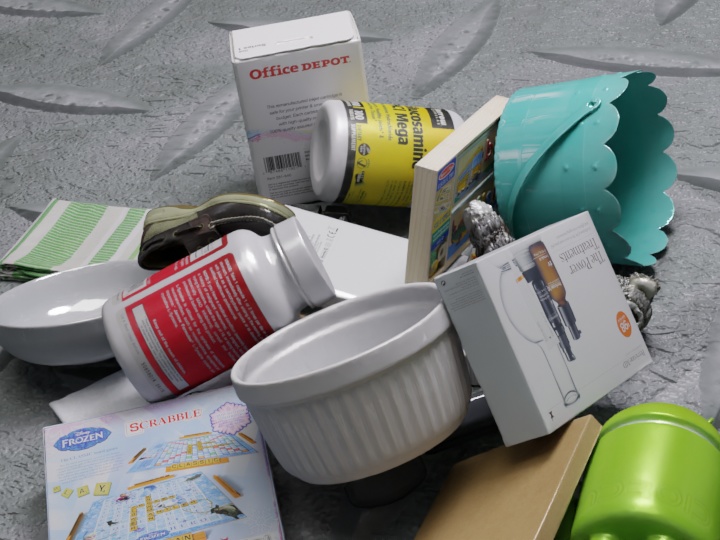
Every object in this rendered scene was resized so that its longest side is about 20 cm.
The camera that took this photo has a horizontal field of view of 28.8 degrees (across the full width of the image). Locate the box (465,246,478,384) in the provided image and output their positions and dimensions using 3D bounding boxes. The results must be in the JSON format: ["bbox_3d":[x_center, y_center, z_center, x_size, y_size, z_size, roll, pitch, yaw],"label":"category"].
[{"bbox_3d":[0.119,0.035,1.407,0.039,0.042,0.200,1,38,17],"label":"box"}]

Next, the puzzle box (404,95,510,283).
[{"bbox_3d":[0.103,-0.082,1.415,0.025,0.133,0.200,17,34,22],"label":"puzzle box"}]

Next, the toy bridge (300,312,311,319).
[{"bbox_3d":[-0.054,0.081,1.359,0.027,0.067,0.200,3,22,-39],"label":"toy bridge"}]

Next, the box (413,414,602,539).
[{"bbox_3d":[0.099,0.207,1.115,0.163,0.021,0.200,-28,18,42],"label":"box"}]

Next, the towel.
[{"bbox_3d":[-0.299,-0.033,1.614,0.199,0.023,0.153,4,37,19],"label":"towel"}]

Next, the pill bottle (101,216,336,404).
[{"bbox_3d":[-0.129,0.033,1.302,0.199,0.112,0.112,-28,36,3],"label":"pill bottle"}]

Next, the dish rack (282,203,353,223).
[{"bbox_3d":[-0.091,-0.010,1.488,0.153,0.055,0.200,2,32,11],"label":"dish rack"}]

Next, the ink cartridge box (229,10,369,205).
[{"bbox_3d":[-0.063,-0.184,1.614,0.144,0.201,0.084,-11,36,-2],"label":"ink cartridge box"}]

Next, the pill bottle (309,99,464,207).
[{"bbox_3d":[0.051,-0.126,1.556,0.199,0.113,0.113,3,33,-16],"label":"pill bottle"}]

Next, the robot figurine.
[{"bbox_3d":[0.230,0.186,1.107,0.175,0.116,0.200,-6,34,25],"label":"robot figurine"}]

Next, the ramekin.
[{"bbox_3d":[0.000,0.097,1.193,0.199,0.105,0.200,-21,13,5],"label":"ramekin"}]

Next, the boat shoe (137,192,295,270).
[{"bbox_3d":[-0.147,-0.031,1.401,0.200,0.072,0.066,-5,61,41],"label":"boat shoe"}]

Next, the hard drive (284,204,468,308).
[{"bbox_3d":[0.000,0.000,1.407,0.199,0.026,0.132,16,35,5],"label":"hard drive"}]

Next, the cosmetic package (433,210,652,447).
[{"bbox_3d":[0.161,0.045,1.198,0.052,0.151,0.200,-21,1,39],"label":"cosmetic package"}]

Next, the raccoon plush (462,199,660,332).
[{"bbox_3d":[0.199,-0.005,1.352,0.134,0.097,0.201,-17,71,-15],"label":"raccoon plush"}]

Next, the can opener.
[{"bbox_3d":[0.076,0.158,1.254,0.199,0.053,0.067,-18,68,-12],"label":"can opener"}]

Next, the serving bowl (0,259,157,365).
[{"bbox_3d":[-0.278,0.051,1.437,0.199,0.066,0.200,-9,17,3],"label":"serving bowl"}]

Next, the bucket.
[{"bbox_3d":[0.231,-0.102,1.438,0.134,0.208,0.207,0,35,30],"label":"bucket"}]

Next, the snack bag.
[{"bbox_3d":[-0.178,0.135,1.356,0.199,0.021,0.189,-25,38,-20],"label":"snack bag"}]

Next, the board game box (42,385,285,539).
[{"bbox_3d":[-0.172,0.201,1.223,0.199,0.041,0.200,-12,44,-4],"label":"board game box"}]
